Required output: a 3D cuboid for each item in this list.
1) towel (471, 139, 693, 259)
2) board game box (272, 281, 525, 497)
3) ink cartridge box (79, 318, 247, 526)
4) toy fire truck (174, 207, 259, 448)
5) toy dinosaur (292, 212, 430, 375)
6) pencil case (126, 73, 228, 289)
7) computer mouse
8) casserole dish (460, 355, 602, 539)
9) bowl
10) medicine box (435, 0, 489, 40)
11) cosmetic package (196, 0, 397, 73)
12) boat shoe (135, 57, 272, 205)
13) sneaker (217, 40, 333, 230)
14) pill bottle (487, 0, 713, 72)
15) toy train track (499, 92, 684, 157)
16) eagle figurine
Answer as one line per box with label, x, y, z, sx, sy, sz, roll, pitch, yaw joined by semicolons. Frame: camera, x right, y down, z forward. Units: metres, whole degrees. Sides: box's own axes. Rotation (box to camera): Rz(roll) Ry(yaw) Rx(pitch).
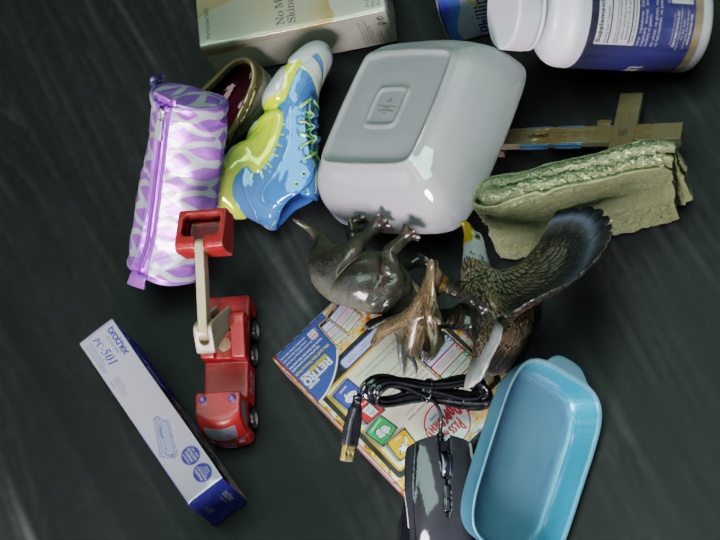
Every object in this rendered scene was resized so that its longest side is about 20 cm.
towel;0.210;-0.068;1.729;0.199;0.148;0.037;-15;65;10
board game box;0.038;0.104;1.754;0.151;0.046;0.200;-43;67;-6
ink cartridge box;-0.188;0.145;1.763;0.044;0.094;0.200;-37;67;-3
toy fire truck;-0.136;0.056;1.759;0.048;0.141;0.202;-4;68;11
toy dinosaur;0.000;0.000;1.737;0.199;0.077;0.102;33;71;20
pencil case;-0.181;-0.085;1.807;0.083;0.085;0.202;16;110;22
computer mouse;0.048;0.190;1.663;0.139;0.046;0.202;8;92;-14
casserole dish;0.151;0.174;1.676;0.039;0.121;0.201;-1;64;54
bowl;0.046;-0.140;1.786;0.199;0.075;0.201;6;66;48
medicine box;0.158;-0.355;1.872;0.199;0.103;0.183;-15;67;7
cosmetic package;-0.068;-0.278;1.909;0.198;0.071;0.106;-11;68;8
boat shoe;-0.167;-0.137;1.880;0.074;0.066;0.201;32;81;20
sneaker;-0.064;-0.128;1.856;0.105;0.076;0.201;34;92;12
pill bottle;0.228;-0.249;1.771;0.198;0.111;0.112;1;67;-18
toy train track;0.218;-0.122;1.804;0.199;0.033;0.115;0;47;22
eagle figurine;0.130;0.020;1.654;0.151;0.199;0.152;11;102;57
